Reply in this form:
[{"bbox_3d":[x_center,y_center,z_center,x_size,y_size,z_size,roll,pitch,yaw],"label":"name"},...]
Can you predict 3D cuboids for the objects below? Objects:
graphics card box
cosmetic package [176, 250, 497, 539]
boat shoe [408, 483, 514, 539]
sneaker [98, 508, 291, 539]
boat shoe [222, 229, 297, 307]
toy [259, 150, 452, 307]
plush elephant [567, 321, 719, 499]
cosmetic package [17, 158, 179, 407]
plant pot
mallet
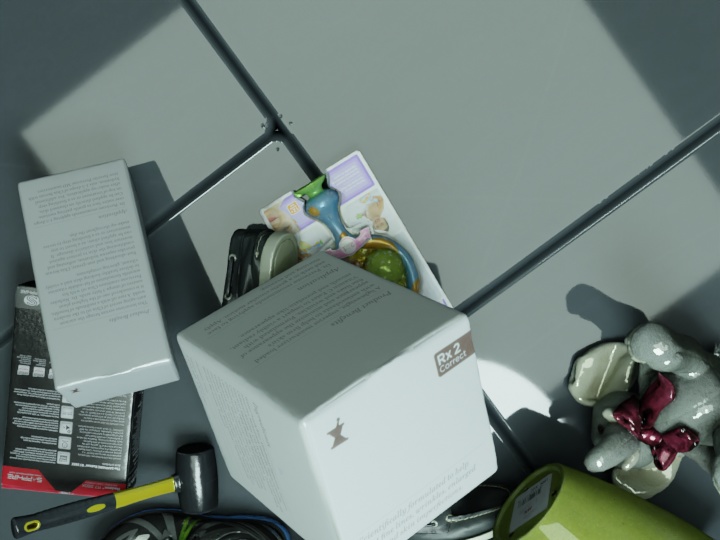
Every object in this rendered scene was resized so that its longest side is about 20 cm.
[{"bbox_3d":[-0.276,0.115,0.933,0.125,0.051,0.201,6,97,0],"label":"graphics card box"},{"bbox_3d":[-0.020,0.111,0.807,0.165,0.200,0.166,-30,123,-26],"label":"cosmetic package"},{"bbox_3d":[0.056,0.224,0.925,0.198,0.075,0.066,-8,107,11],"label":"boat shoe"},{"bbox_3d":[-0.167,0.276,0.930,0.199,0.083,0.071,-2,95,2],"label":"sneaker"},{"bbox_3d":[-0.112,0.055,0.908,0.066,0.074,0.200,16,109,21],"label":"boat shoe"},{"bbox_3d":[0.000,0.000,0.916,0.115,0.047,0.201,-31,94,6],"label":"toy"},{"bbox_3d":[0.268,0.138,0.879,0.155,0.200,0.165,-37,80,27],"label":"plush elephant"},{"bbox_3d":[-0.237,0.010,0.868,0.101,0.071,0.201,-14,70,-9],"label":"cosmetic package"},{"bbox_3d":[0.222,0.274,0.863,0.200,0.187,0.187,41,95,-6],"label":"plant pot"},{"bbox_3d":[-0.224,0.225,0.903,0.199,0.041,0.066,-18,104,-32],"label":"mallet"}]
